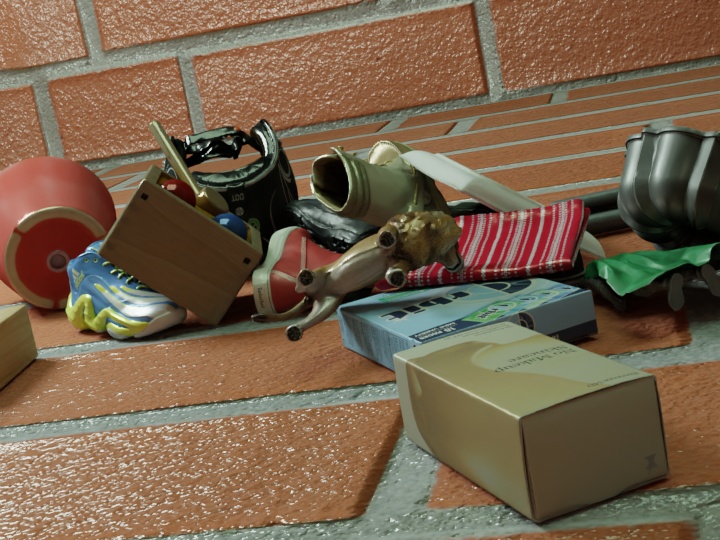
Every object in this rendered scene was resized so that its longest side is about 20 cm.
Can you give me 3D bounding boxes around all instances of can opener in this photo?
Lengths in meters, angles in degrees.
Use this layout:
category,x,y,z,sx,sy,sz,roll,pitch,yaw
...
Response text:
category,x,y,z,sx,sy,sz,roll,pitch,yaw
can opener,0.324,-0.071,1.536,0.199,0.053,0.067,-11,-23,-7

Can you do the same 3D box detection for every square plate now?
category,x,y,z,sx,sy,sz,roll,pitch,yaw
square plate,0.159,-0.081,1.436,0.200,0.028,0.198,24,8,-22

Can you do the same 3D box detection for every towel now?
category,x,y,z,sx,sy,sz,roll,pitch,yaw
towel,0.121,-0.026,1.274,0.200,0.023,0.145,-6,24,21

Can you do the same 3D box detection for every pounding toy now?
category,x,y,z,sx,sy,sz,roll,pitch,yaw
pounding toy,-0.208,-0.061,1.500,0.184,0.142,0.200,33,6,-11

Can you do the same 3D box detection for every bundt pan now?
category,x,y,z,sx,sy,sz,roll,pitch,yaw
bundt pan,0.327,-0.053,1.177,0.201,0.076,0.202,22,-12,5

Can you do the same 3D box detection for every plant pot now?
category,x,y,z,sx,sy,sz,roll,pitch,yaw
plant pot,-0.420,-0.041,1.741,0.200,0.201,0.177,-14,22,-15

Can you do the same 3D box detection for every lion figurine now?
category,x,y,z,sx,sy,sz,roll,pitch,yaw
lion figurine,0.000,0.000,1.199,0.200,0.073,0.122,-20,7,12

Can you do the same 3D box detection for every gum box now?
category,x,y,z,sx,sy,sz,roll,pitch,yaw
gum box,0.092,0.045,1.179,0.170,0.045,0.200,-15,13,-19

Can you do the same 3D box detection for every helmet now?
category,x,y,z,sx,sy,sz,roll,pitch,yaw
helmet,-0.173,-0.093,1.712,0.199,0.191,0.200,-1,47,1

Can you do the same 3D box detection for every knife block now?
category,x,y,z,sx,sy,sz,roll,pitch,yaw
knife block,-0.402,0.098,1.330,0.200,0.064,0.175,-19,15,-37

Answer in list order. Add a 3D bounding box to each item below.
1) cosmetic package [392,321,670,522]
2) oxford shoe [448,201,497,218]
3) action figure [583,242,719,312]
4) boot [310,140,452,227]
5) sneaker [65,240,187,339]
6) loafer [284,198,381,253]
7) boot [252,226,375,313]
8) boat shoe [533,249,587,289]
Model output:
category,x,y,z,sx,sy,sz,roll,pitch,yaw
cosmetic package,0.109,0.095,0.868,0.105,0.071,0.200,-15,12,-20
oxford shoe,0.070,-0.043,1.551,0.200,0.073,0.084,-6,20,34
action figure,0.261,0.006,1.189,0.118,0.055,0.200,-15,6,-12
boot,0.010,-0.109,1.491,0.154,0.072,0.200,17,28,-31
sneaker,-0.284,0.020,1.487,0.200,0.105,0.076,-1,16,41
loafer,-0.024,-0.054,1.579,0.070,0.068,0.200,-36,31,-21
boot,-0.037,-0.006,1.485,0.144,0.073,0.200,-7,19,8
boat shoe,0.149,-0.010,1.339,0.200,0.064,0.071,0,17,43
